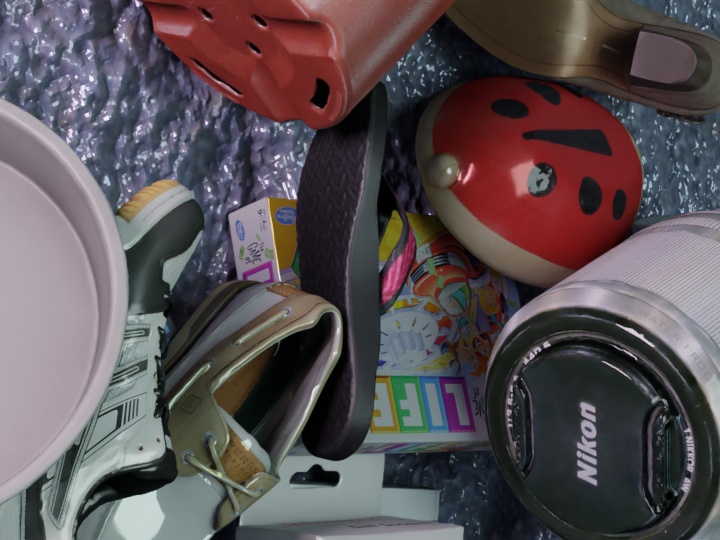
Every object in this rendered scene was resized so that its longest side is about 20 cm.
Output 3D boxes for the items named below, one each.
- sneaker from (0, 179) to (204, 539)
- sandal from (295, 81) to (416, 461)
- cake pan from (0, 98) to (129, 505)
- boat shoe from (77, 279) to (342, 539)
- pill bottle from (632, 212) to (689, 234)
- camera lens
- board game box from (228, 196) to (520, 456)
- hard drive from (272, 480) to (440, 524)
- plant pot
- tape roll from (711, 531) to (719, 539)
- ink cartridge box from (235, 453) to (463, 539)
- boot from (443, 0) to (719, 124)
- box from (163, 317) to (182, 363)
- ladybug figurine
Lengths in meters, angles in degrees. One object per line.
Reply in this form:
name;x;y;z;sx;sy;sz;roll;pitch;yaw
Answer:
sneaker;-0.111;0.056;0.836;0.087;0.076;0.201;28;71;3
sandal;0.000;0.000;0.974;0.045;0.075;0.202;9;74;-27
cake pan;-0.195;0.017;0.783;0.037;0.199;0.202;99;12;-70
boat shoe;-0.077;0.084;0.898;0.075;0.068;0.201;50;56;-35
pill bottle;0.225;0.065;1.251;0.104;0.104;0.202;-12;99;-45
camera lens;0.177;0.061;1.071;0.200;0.159;0.161;-28;111;-49
board game box;0.019;0.035;1.060;0.199;0.034;0.136;4;72;-46
hard drive;-0.013;0.222;1.065;0.131;0.027;0.202;9;85;-45
plant pot;-0.013;-0.191;0.952;0.196;0.200;0.201;-52;126;-21
tape roll;0.187;0.211;1.182;0.201;0.037;0.204;-20;138;-20
ink cartridge box;-0.006;0.195;1.004;0.117;0.067;0.202;3;88;-45
boot;0.139;-0.145;1.164;0.071;0.199;0.146;-66;171;7
box;-0.150;0.077;0.905;0.161;0.049;0.201;-47;122;-38
ladybug figurine;0.108;-0.060;1.120;0.199;0.072;0.137;-6;69;-54
